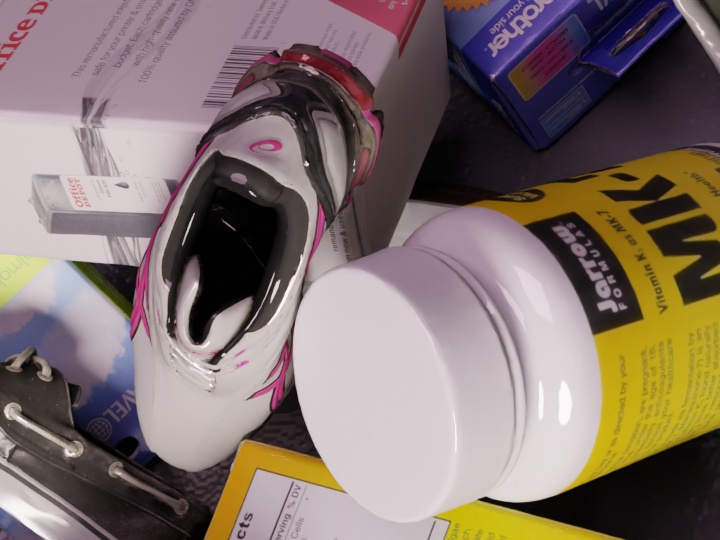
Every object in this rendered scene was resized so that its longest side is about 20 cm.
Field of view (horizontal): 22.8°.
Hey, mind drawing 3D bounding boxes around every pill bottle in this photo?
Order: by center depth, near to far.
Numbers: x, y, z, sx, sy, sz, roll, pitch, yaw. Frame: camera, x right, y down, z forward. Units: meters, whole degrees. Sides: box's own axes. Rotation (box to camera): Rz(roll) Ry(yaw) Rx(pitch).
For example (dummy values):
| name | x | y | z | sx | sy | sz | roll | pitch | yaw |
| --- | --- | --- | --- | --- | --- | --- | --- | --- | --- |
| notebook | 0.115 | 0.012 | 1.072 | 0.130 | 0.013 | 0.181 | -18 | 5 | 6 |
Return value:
| name | x | y | z | sx | sy | sz | roll | pitch | yaw |
| --- | --- | --- | --- | --- | --- | --- | --- | --- | --- |
| pill bottle | 0.081 | 0.023 | 0.686 | 0.114 | 0.200 | 0.115 | 24 | 122 | 47 |

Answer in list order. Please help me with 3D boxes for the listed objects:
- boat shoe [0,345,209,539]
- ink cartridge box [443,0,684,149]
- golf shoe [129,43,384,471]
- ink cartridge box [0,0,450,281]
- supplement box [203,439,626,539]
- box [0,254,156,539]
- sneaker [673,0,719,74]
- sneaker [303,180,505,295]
| name | x | y | z | sx | sy | sz | roll | pitch | yaw |
| --- | --- | --- | --- | --- | --- | --- | --- | --- | --- |
| boat shoe | -0.157 | 0.069 | 0.811 | 0.064 | 0.200 | 0.071 | -50 | 19 | -5 |
| ink cartridge box | 0.084 | -0.155 | 0.857 | 0.136 | 0.076 | 0.200 | -43 | 57 | 1 |
| golf shoe | -0.057 | 0.010 | 0.680 | 0.072 | 0.200 | 0.092 | 26 | 39 | 8 |
| ink cartridge box | -0.074 | -0.074 | 0.782 | 0.199 | 0.085 | 0.146 | 6 | 42 | 16 |
| supplement box | 0.036 | 0.155 | 0.701 | 0.199 | 0.110 | 0.109 | 12 | 68 | 28 |
| box | -0.183 | 0.030 | 0.853 | 0.122 | 0.200 | 0.048 | -43 | 17 | 2 |
| sneaker | 0.192 | -0.055 | 0.734 | 0.071 | 0.073 | 0.200 | -22 | 68 | -14 |
| sneaker | 0.000 | 0.000 | 0.839 | 0.199 | 0.073 | 0.085 | 3 | 98 | 21 |
